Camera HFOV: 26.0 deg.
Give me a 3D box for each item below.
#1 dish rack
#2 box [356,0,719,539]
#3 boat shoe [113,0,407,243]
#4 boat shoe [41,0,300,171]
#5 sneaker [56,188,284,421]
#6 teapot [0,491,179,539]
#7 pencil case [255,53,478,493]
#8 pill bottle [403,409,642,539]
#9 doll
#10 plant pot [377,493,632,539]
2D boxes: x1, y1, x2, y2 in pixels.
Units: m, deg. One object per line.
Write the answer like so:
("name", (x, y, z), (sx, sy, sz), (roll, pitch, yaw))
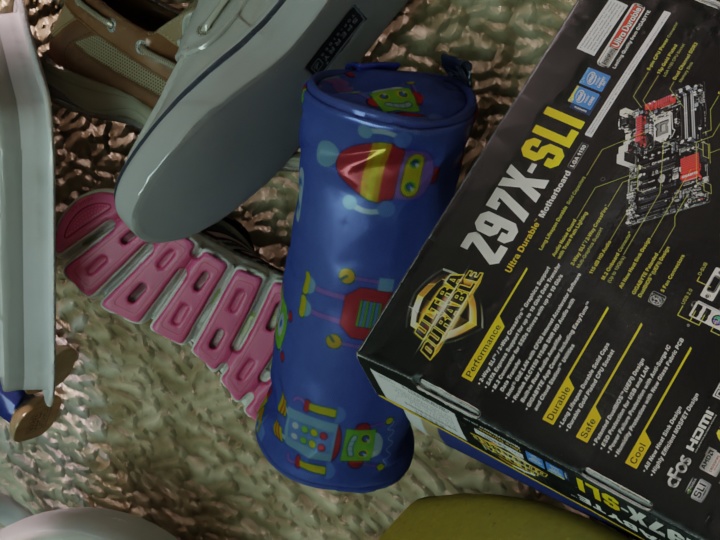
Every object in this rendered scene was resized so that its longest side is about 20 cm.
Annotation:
("dish rack", (-0.190, -0.040, 0.821), (0.200, 0.043, 0.173), (-123, 35, -59))
("box", (0.117, -0.007, 0.605), (0.159, 0.201, 0.049), (25, 165, 26))
("boat shoe", (-0.048, -0.104, 0.704), (0.066, 0.072, 0.200), (38, 91, 30))
("boat shoe", (-0.075, -0.099, 0.772), (0.199, 0.076, 0.072), (18, 109, 21))
("sneaker", (-0.063, 0.018, 0.815), (0.199, 0.087, 0.074), (33, 103, -5))
("teapot", (-0.156, 0.228, 0.921), (0.196, 0.146, 0.202), (-2, 86, 10))
("pencil case", (0.000, 0.000, 0.707), (0.077, 0.087, 0.201), (2, 118, -13))
("pill bottle", (0.126, 0.057, 0.664), (0.199, 0.111, 0.112), (24, 121, 26))
("doll", (-0.270, 0.028, 0.977), (0.199, 0.048, 0.137), (36, 124, 19))
("plant pot", (0.071, 0.213, 0.690), (0.200, 0.196, 0.195), (34, 163, 41))
